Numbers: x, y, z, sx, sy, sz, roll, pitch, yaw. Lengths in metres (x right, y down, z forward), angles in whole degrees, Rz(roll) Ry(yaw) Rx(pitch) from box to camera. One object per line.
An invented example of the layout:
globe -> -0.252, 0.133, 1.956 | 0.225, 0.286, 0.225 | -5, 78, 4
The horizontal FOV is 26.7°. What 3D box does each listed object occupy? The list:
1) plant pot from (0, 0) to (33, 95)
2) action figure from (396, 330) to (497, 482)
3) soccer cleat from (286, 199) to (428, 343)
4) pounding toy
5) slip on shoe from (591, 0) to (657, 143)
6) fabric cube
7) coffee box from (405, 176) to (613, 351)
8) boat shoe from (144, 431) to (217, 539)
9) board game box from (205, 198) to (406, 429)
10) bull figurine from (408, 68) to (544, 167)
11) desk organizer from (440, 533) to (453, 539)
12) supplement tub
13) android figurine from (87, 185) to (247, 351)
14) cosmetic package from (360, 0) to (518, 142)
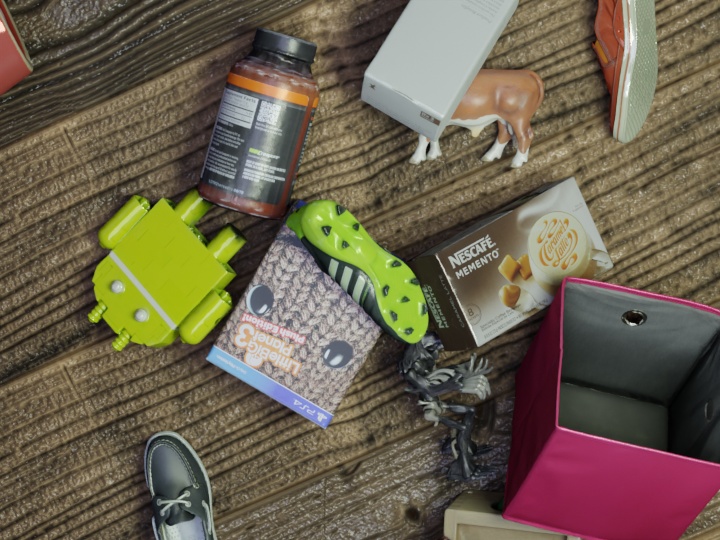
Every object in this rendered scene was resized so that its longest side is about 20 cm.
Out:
plant pot -> -0.468, -0.246, 1.660 | 0.176, 0.200, 0.202 | -25, 96, -4
action figure -> 0.103, 0.132, 1.722 | 0.101, 0.119, 0.201 | -18, 107, 15
soccer cleat -> 0.000, 0.000, 1.634 | 0.200, 0.081, 0.068 | 50, 64, -23
pounding toy -> 0.198, 0.322, 1.745 | 0.183, 0.142, 0.202 | 4, 96, 16
slip on shoe -> 0.290, -0.243, 1.689 | 0.061, 0.074, 0.202 | 7, 107, 36
fabric cube -> 0.276, 0.158, 1.629 | 0.195, 0.201, 0.200 | 12, 142, -4
coffee box -> 0.164, -0.007, 1.671 | 0.199, 0.080, 0.115 | -28, 96, -24
boat shoe -> -0.207, 0.289, 1.780 | 0.075, 0.060, 0.201 | -19, 97, 5
board game box -> -0.055, 0.047, 1.721 | 0.159, 0.097, 0.201 | 29, 98, -2
bull figurine -> 0.105, -0.182, 1.700 | 0.198, 0.065, 0.122 | 3, 102, 4
desk organizer -> 0.062, 0.400, 1.678 | 0.072, 0.077, 0.201 | 34, 103, 12
supplement tub -> -0.107, -0.164, 1.690 | 0.106, 0.107, 0.201 | 17, 97, 0
android figurine -> -0.227, 0.004, 1.733 | 0.200, 0.041, 0.182 | -43, 74, 7
cosmetic package -> 0.090, -0.251, 1.644 | 0.101, 0.074, 0.201 | 31, 73, 6
